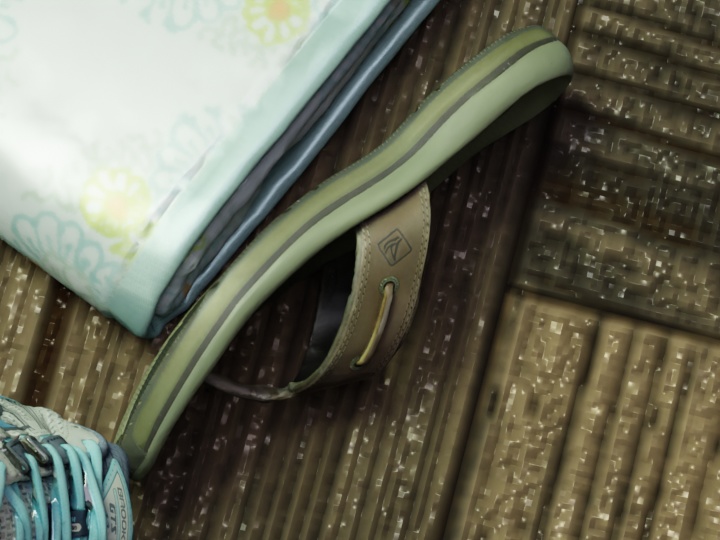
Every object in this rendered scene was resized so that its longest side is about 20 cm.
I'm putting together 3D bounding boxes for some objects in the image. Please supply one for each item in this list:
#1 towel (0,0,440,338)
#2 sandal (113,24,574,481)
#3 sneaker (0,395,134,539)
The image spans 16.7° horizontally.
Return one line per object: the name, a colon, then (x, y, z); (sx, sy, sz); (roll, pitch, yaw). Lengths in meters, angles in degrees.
towel: (-0.075, -0.100, 0.828); (0.171, 0.048, 0.200); (35, 75, 14)
sandal: (0.001, -0.001, 0.780); (0.201, 0.080, 0.057); (-40, 90, -12)
sneaker: (-0.104, 0.061, 0.699); (0.086, 0.200, 0.078); (7, 91, -9)
